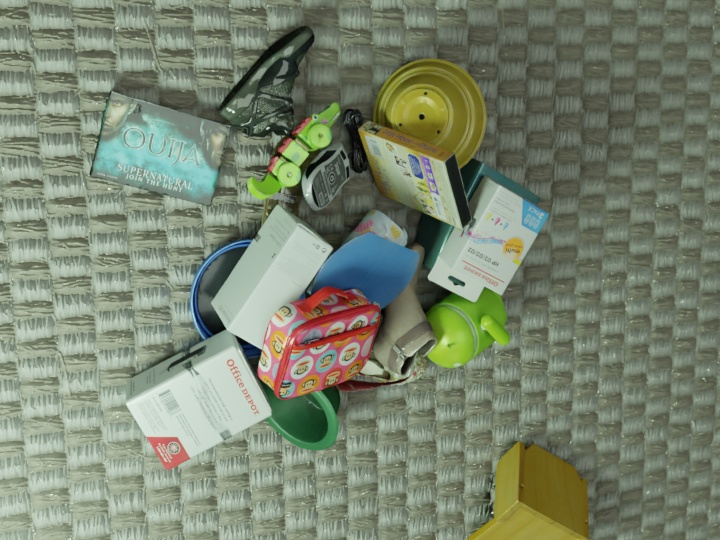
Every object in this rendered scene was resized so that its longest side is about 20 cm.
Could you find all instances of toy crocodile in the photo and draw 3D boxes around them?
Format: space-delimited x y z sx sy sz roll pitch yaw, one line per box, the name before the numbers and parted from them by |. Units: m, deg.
toy crocodile | -0.103 -0.193 1.551 0.062 0.067 0.201 40 82 -16

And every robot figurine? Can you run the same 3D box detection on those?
robot figurine | 0.182 0.099 1.735 0.199 0.174 0.117 -29 106 -45

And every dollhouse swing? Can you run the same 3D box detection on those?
dollhouse swing | 0.325 0.479 1.936 0.198 0.175 0.184 30 47 -24

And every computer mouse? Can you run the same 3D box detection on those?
computer mouse | -0.048 -0.175 1.602 0.200 0.043 0.111 -49 137 -41

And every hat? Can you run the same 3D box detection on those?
hat | -0.062 0.202 1.703 0.200 0.166 0.176 44 45 1

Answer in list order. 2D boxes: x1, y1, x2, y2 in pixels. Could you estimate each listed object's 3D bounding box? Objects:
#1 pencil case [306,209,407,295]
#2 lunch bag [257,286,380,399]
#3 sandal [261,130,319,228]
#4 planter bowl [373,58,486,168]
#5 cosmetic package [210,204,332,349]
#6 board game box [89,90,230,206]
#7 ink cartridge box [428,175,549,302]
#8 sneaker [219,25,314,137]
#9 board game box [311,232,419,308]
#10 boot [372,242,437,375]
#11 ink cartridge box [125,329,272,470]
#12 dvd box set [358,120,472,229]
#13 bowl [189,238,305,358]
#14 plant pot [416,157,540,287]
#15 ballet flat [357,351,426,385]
pencil case | -0.005 -0.008 1.669 0.201 0.090 0.083 -53 151 -7
lunch bag | -0.062 0.104 1.544 0.198 0.082 0.178 -14 132 -41
sandal | -0.125 -0.137 1.613 0.079 0.054 0.203 13 90 -20
planter bowl | 0.108 -0.255 1.618 0.197 0.083 0.204 1 96 14
cosmetic package | -0.143 0.010 1.546 0.081 0.113 0.201 34 93 -31
board game box | -0.316 -0.192 1.538 0.197 0.028 0.138 13 96 -24
ink cartridge box | 0.213 -0.040 1.627 0.114 0.068 0.202 25 101 -24
sneaker | -0.127 -0.297 1.573 0.114 0.076 0.200 41 87 -26
board game box | 0.000 0.000 1.593 0.199 0.039 0.158 21 118 -46
boot | 0.085 0.074 1.676 0.070 0.147 0.201 9 121 -46
ink cartridge box | -0.263 0.208 1.585 0.198 0.084 0.146 -26 114 -3
dvd box set | 0.090 -0.158 1.599 0.029 0.199 0.148 -42 135 -22
bowl | -0.191 0.046 1.631 0.197 0.039 0.204 -5 102 -21
plant pot | 0.189 -0.083 1.713 0.140 0.141 0.202 27 94 -25
ballet flat | 0.039 0.175 1.740 0.197 0.064 0.077 8 102 -24
